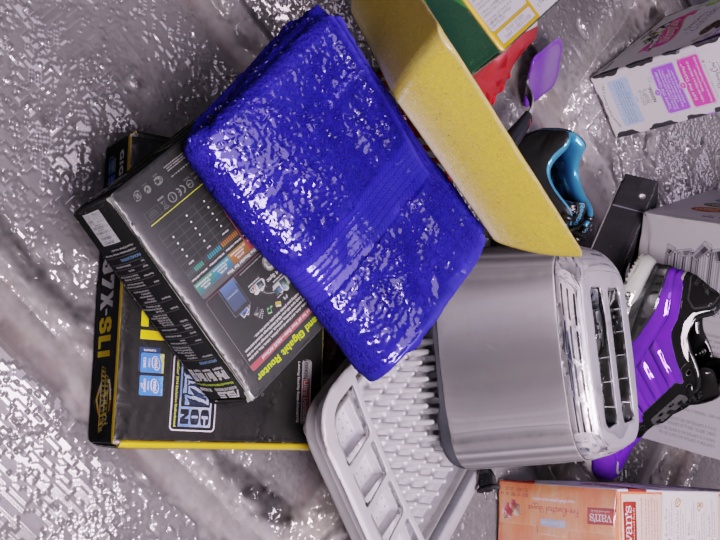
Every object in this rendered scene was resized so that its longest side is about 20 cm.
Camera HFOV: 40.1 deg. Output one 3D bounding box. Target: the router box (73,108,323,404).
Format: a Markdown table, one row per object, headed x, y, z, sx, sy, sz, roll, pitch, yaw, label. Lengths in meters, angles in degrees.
| x | y | z | sx | sy | sz | roll | pitch | yaw | label |
| --- | --- | --- | --- | --- | --- | --- | --- | --- | --- |
| -0.063 | -0.036 | 0.644 | 0.200 | 0.062 | 0.151 | -45 | 110 | -33 | router box |

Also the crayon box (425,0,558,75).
| x | y | z | sx | sy | sz | roll | pitch | yaw | label |
| --- | --- | --- | --- | --- | --- | --- | --- | --- | --- |
| 0.074 | -0.274 | 0.779 | 0.126 | 0.051 | 0.201 | -43 | 98 | -28 | crayon box |

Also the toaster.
| x | y | z | sx | sy | sz | roll | pitch | yaw | label |
| --- | --- | --- | --- | --- | --- | --- | --- | --- | --- |
| 0.129 | 0.070 | 0.740 | 0.113 | 0.128 | 0.204 | 4 | 79 | -54 | toaster |

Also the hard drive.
| x | y | z | sx | sy | sz | roll | pitch | yaw | label |
| --- | --- | --- | --- | --- | --- | --- | --- | --- | --- |
| 0.219 | 0.034 | 0.885 | 0.202 | 0.037 | 0.141 | -62 | 152 | -27 | hard drive |

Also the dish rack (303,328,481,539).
| x | y | z | sx | sy | sz | roll | pitch | yaw | label |
| --- | --- | --- | --- | --- | --- | --- | --- | --- | --- |
| 0.030 | 0.120 | 0.733 | 0.200 | 0.043 | 0.174 | -47 | 120 | -49 | dish rack |

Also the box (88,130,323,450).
| x | y | z | sx | sy | sz | roll | pitch | yaw | label |
| --- | --- | --- | --- | --- | --- | --- | --- | --- | --- |
| -0.099 | 0.020 | 0.678 | 0.158 | 0.049 | 0.204 | 8 | 79 | -35 | box |

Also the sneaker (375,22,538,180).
| x | y | z | sx | sy | sz | roll | pitch | yaw | label |
| --- | --- | --- | --- | --- | --- | --- | --- | --- | --- |
| 0.088 | -0.141 | 0.843 | 0.199 | 0.078 | 0.117 | -32 | 115 | -29 | sneaker |

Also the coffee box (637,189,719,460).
| x | y | z | sx | sy | sz | roll | pitch | yaw | label |
| --- | --- | --- | --- | --- | --- | --- | --- | --- | --- |
| 0.367 | 0.048 | 0.881 | 0.196 | 0.197 | 0.204 | -14 | 112 | -51 | coffee box |

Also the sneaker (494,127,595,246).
| x | y | z | sx | sy | sz | roll | pitch | yaw | label |
| --- | --- | --- | --- | --- | --- | --- | --- | --- | --- |
| 0.161 | -0.025 | 0.862 | 0.072 | 0.081 | 0.204 | -2 | 86 | -40 | sneaker |

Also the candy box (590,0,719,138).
| x | y | z | sx | sy | sz | roll | pitch | yaw | label |
| --- | --- | --- | --- | --- | --- | --- | --- | --- | --- |
| 0.354 | -0.216 | 0.963 | 0.167 | 0.199 | 0.072 | -40 | 107 | -34 | candy box |

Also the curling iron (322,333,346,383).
| x | y | z | sx | sy | sz | roll | pitch | yaw | label |
| --- | --- | --- | --- | --- | --- | --- | --- | --- | --- |
| 0.000 | 0.000 | 0.773 | 0.049 | 0.025 | 0.204 | 28 | 63 | -49 | curling iron |

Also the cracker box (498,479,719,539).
| x | y | z | sx | sy | sz | roll | pitch | yaw | label |
| --- | --- | --- | --- | --- | --- | --- | --- | --- | --- |
| 0.232 | 0.213 | 0.850 | 0.197 | 0.133 | 0.059 | 10 | 78 | -36 | cracker box |

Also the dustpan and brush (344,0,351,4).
| x | y | z | sx | sy | sz | roll | pitch | yaw | label |
| --- | --- | --- | --- | --- | --- | --- | --- | --- | --- |
| -0.064 | -0.263 | 0.737 | 0.200 | 0.057 | 0.140 | 48 | 58 | -22 | dustpan and brush |

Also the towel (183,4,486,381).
| x | y | z | sx | sy | sz | roll | pitch | yaw | label |
| --- | --- | --- | --- | --- | --- | --- | --- | --- | --- |
| -0.005 | -0.050 | 0.621 | 0.201 | 0.049 | 0.148 | 50 | 56 | -22 | towel |

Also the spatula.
| x | y | z | sx | sy | sz | roll | pitch | yaw | label |
| --- | --- | --- | --- | --- | --- | --- | --- | --- | --- |
| 0.146 | -0.144 | 0.871 | 0.201 | 0.020 | 0.057 | -59 | 159 | -45 | spatula |

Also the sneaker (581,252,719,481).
| x | y | z | sx | sy | sz | roll | pitch | yaw | label |
| --- | --- | --- | --- | --- | --- | --- | --- | --- | --- |
| 0.247 | 0.096 | 0.815 | 0.069 | 0.098 | 0.204 | -26 | 130 | -57 | sneaker |

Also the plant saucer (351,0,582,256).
| x | y | z | sx | sy | sz | roll | pitch | yaw | label |
| --- | --- | --- | --- | --- | --- | --- | --- | --- | --- |
| 0.061 | -0.114 | 0.680 | 0.200 | 0.048 | 0.201 | 49 | 14 | -35 | plant saucer |
